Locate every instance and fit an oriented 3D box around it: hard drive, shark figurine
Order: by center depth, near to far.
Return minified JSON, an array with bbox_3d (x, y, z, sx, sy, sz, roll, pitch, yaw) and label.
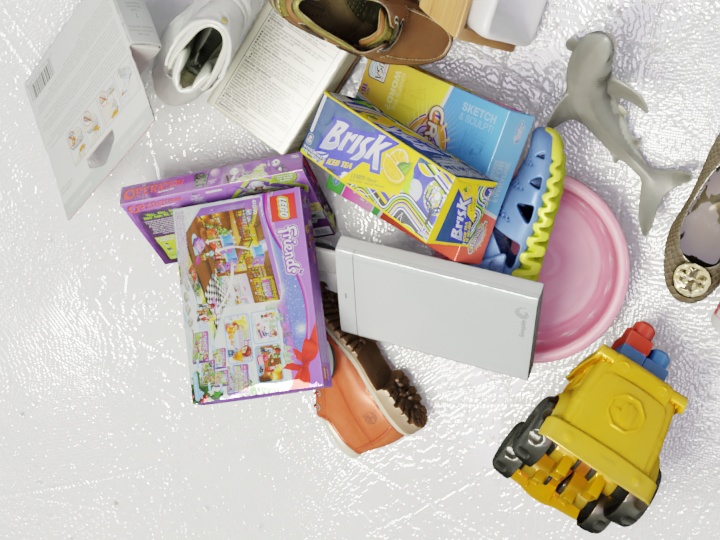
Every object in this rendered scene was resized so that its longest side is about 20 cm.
[{"bbox_3d":[0.075,0.038,1.143,0.199,0.027,0.132,14,142,14],"label":"hard drive"},{"bbox_3d":[0.231,-0.143,1.152,0.089,0.128,0.215,-37,120,-7],"label":"shark figurine"}]

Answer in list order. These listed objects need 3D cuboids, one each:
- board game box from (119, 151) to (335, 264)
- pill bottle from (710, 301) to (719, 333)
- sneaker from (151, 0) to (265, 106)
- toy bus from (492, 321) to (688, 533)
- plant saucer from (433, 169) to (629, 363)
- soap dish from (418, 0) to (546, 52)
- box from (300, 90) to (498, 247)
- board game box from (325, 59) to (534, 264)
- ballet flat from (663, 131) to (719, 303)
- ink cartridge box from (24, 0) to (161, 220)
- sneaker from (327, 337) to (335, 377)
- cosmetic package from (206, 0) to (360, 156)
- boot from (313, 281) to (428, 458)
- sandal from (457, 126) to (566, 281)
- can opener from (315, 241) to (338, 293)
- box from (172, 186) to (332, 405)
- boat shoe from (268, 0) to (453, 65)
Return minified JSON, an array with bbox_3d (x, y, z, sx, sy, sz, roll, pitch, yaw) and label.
[{"bbox_3d":[-0.137,-0.063,1.230,0.199,0.120,0.032,-9,60,12],"label":"board game box"},{"bbox_3d":[0.435,-0.008,1.124,0.114,0.114,0.201,27,105,5],"label":"pill bottle"},{"bbox_3d":[-0.170,-0.206,1.148,0.074,0.116,0.200,33,138,-12],"label":"sneaker"},{"bbox_3d":[0.241,0.149,1.184,0.135,0.200,0.192,32,69,3],"label":"toy bus"},{"bbox_3d":[0.176,-0.006,1.208,0.200,0.051,0.202,2,100,11],"label":"plant saucer"},{"bbox_3d":[0.133,-0.315,1.108,0.081,0.157,0.201,22,105,23],"label":"soap dish"},{"bbox_3d":[0.032,-0.099,1.113,0.200,0.064,0.070,39,113,40],"label":"box"},{"bbox_3d":[0.063,-0.115,1.157,0.200,0.040,0.154,32,109,42],"label":"board game box"},{"bbox_3d":[0.355,-0.060,1.164,0.067,0.046,0.201,21,104,7],"label":"ballet flat"},{"bbox_3d":[-0.264,-0.174,1.190,0.200,0.043,0.174,-38,68,42],"label":"ink cartridge box"},{"bbox_3d":[-0.116,0.057,1.234,0.200,0.079,0.074,38,132,30],"label":"sneaker"},{"bbox_3d":[-0.056,-0.228,1.189,0.103,0.087,0.200,36,106,3],"label":"cosmetic package"},{"bbox_3d":[-0.026,0.108,1.261,0.107,0.075,0.200,-33,88,28],"label":"boot"},{"bbox_3d":[0.146,-0.046,1.143,0.087,0.079,0.201,18,102,11],"label":"sandal"},{"bbox_3d":[0.000,0.000,1.212,0.199,0.067,0.053,14,131,17],"label":"can opener"},{"bbox_3d":[-0.109,0.027,1.167,0.136,0.039,0.201,-9,81,12],"label":"box"},{"bbox_3d":[0.009,-0.228,1.097,0.199,0.068,0.072,8,115,-29],"label":"boat shoe"}]
